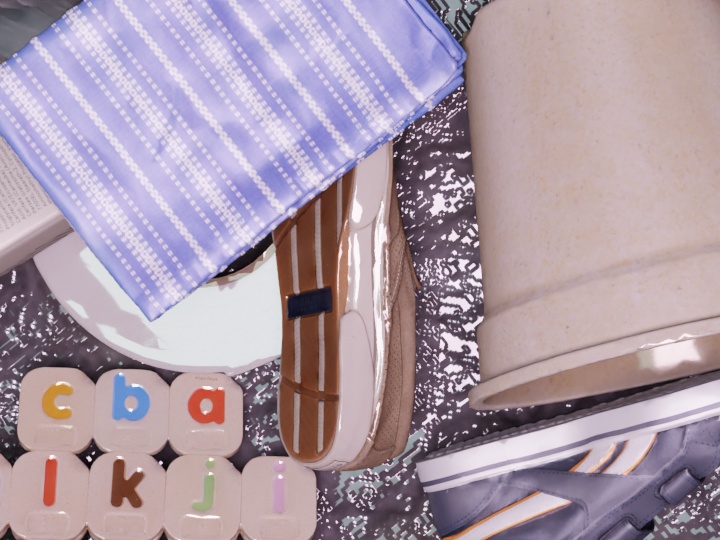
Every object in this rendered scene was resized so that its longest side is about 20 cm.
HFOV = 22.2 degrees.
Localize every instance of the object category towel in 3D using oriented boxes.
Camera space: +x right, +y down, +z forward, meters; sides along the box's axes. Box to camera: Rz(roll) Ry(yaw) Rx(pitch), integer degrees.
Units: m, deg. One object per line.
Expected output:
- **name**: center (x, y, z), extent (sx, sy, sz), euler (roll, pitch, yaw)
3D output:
- **towel**: center (-0.066, -0.090, 0.871), extent (0.200, 0.024, 0.145), euler (-38, 90, -1)

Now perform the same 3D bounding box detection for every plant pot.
- **plant pot**: center (0.132, -0.044, 0.884), extent (0.199, 0.200, 0.185), euler (-13, 80, 8)

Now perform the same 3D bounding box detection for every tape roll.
- **tape roll**: center (-0.082, -0.045, 0.975), extent (0.202, 0.037, 0.204), euler (0, 93, 7)

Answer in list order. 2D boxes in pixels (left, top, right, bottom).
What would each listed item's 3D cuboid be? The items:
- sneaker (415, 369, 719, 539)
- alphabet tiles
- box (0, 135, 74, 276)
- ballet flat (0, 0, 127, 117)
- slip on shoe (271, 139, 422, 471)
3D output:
- **sneaker**: center (0.132, 0.105, 0.937), extent (0.199, 0.078, 0.080), euler (-19, 86, 19)
- **alphabet tiles**: center (-0.121, 0.141, 0.943), extent (0.199, 0.015, 0.197), euler (2, 60, -7)
- **box**: center (-0.235, -0.011, 0.910), extent (0.199, 0.068, 0.082), euler (-32, 88, -14)
- **ballet flat**: center (-0.127, -0.098, 0.911), extent (0.200, 0.057, 0.067), euler (35, 87, -8)
- **slip on shoe**: center (0.000, 0.000, 0.923), extent (0.076, 0.060, 0.201), euler (-10, 78, 51)
